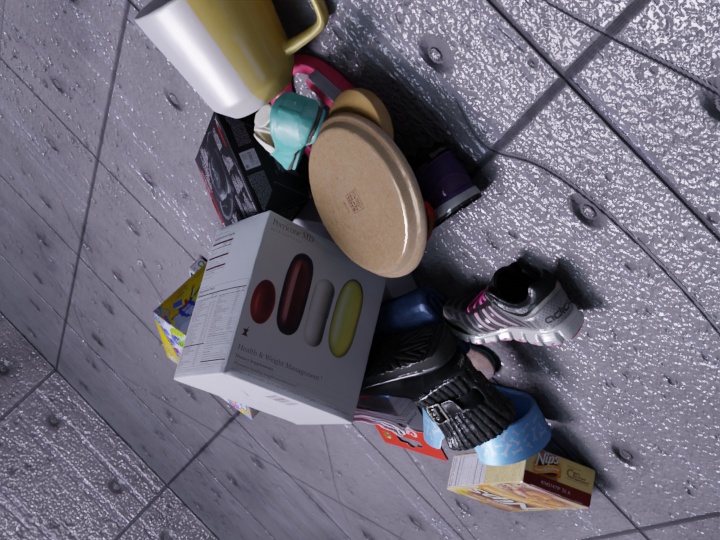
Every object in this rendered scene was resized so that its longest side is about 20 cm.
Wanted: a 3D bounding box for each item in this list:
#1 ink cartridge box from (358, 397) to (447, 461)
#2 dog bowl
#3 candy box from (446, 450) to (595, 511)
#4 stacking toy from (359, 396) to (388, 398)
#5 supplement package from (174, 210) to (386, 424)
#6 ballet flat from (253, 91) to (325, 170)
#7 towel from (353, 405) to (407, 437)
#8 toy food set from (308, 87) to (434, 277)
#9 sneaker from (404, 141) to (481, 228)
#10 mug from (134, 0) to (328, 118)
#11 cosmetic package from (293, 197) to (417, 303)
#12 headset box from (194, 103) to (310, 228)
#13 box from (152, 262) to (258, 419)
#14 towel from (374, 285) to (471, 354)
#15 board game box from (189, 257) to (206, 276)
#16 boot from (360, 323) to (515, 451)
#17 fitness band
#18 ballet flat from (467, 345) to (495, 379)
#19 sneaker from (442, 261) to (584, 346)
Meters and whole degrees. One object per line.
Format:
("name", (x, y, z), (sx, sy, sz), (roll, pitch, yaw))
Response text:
("ink cartridge box", (0.037, 0.236, 1.647), (0.161, 0.057, 0.202), (8, 129, 50))
("dog bowl", (0.162, 0.198, 1.362), (0.198, 0.111, 0.050), (7, 122, 50))
("candy box", (0.219, 0.292, 1.412), (0.114, 0.056, 0.199), (23, 157, -18))
("stacking toy", (-0.058, 0.150, 1.476), (0.115, 0.198, 0.112), (-6, 96, 54))
("supplement package", (-0.096, 0.065, 1.258), (0.189, 0.203, 0.146), (24, 160, -29))
("ballet flat", (-0.086, -0.162, 1.147), (0.069, 0.068, 0.200), (22, 173, -7))
("towel", (-0.038, 0.216, 1.557), (0.145, 0.030, 0.199), (16, 173, -36))
("toy food set", (0.009, -0.086, 1.137), (0.201, 0.048, 0.198), (53, 147, 13))
("sneaker", (0.063, -0.087, 1.175), (0.088, 0.075, 0.200), (59, 148, 2))
("mug", (-0.139, -0.258, 1.123), (0.185, 0.149, 0.154), (2, 132, 54))
("cosmetic package", (0.000, 0.000, 1.378), (0.149, 0.052, 0.202), (14, 139, 47))
("headset box", (-0.148, -0.118, 1.337), (0.151, 0.076, 0.200), (66, 160, 7))
("box", (-0.177, 0.082, 1.573), (0.191, 0.200, 0.123), (31, 149, 24))
("towel", (0.050, 0.089, 1.330), (0.199, 0.049, 0.112), (-26, 113, 44))
("board game box", (-0.221, 0.077, 1.805), (0.199, 0.035, 0.127), (38, 152, 16))
("boot", (0.077, 0.156, 1.282), (0.209, 0.080, 0.158), (-13, 127, 45))
("fitness band", (-0.030, -0.170, 1.216), (0.200, 0.037, 0.144), (45, 155, 3))
("ballet flat", (0.103, 0.140, 1.403), (0.199, 0.067, 0.069), (-1, 128, 54))
("sneaker", (0.165, 0.033, 1.175), (0.198, 0.074, 0.088), (1, 125, 52))
